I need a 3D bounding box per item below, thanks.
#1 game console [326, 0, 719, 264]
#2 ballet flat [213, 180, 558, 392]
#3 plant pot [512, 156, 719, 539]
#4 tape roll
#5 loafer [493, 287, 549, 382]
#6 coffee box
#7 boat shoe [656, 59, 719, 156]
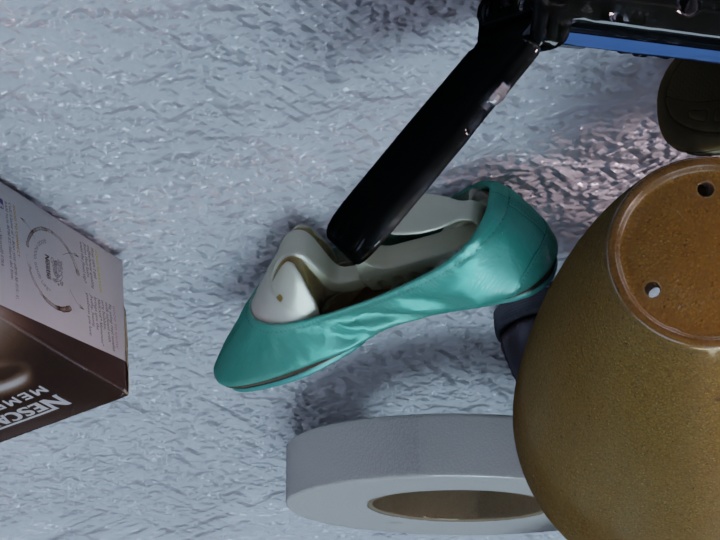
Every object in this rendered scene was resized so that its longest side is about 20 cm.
[{"bbox_3d":[0.083,-0.055,1.023,0.175,0.117,0.200,7,-176,-4],"label":"game console"},{"bbox_3d":[0.000,0.000,1.267,0.199,0.068,0.071,-19,124,24],"label":"ballet flat"},{"bbox_3d":[0.162,0.031,1.193,0.185,0.187,0.200,-6,155,2],"label":"plant pot"},{"bbox_3d":[0.056,0.119,1.450,0.201,0.037,0.203,1,166,0],"label":"tape roll"},{"bbox_3d":[0.147,0.069,1.397,0.072,0.063,0.199,-29,143,36],"label":"loafer"},{"bbox_3d":[-0.214,0.008,1.215,0.113,0.080,0.200,-22,147,26],"label":"coffee box"},{"bbox_3d":[0.223,-0.094,1.109,0.199,0.074,0.066,-22,149,36],"label":"boat shoe"}]
